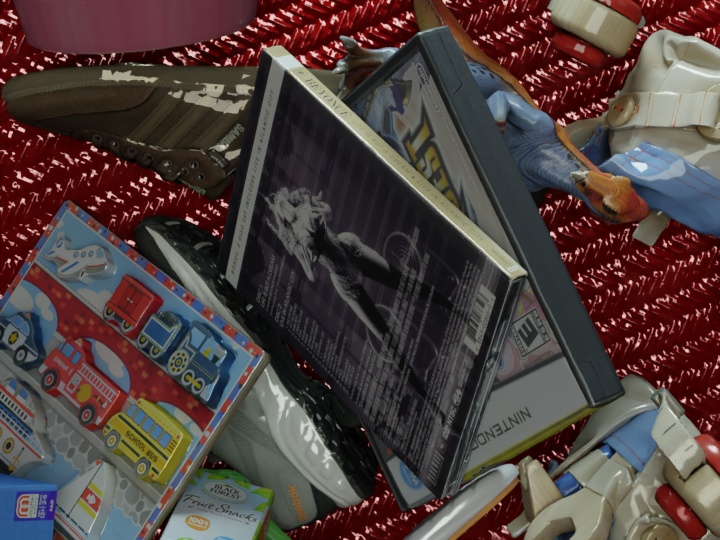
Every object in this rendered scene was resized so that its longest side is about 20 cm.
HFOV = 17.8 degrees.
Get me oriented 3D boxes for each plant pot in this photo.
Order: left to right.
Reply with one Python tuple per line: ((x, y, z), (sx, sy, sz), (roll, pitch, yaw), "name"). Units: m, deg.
((-0.127, -0.217, 1.233), (0.199, 0.200, 0.180), (-5, 106, 1), "plant pot")

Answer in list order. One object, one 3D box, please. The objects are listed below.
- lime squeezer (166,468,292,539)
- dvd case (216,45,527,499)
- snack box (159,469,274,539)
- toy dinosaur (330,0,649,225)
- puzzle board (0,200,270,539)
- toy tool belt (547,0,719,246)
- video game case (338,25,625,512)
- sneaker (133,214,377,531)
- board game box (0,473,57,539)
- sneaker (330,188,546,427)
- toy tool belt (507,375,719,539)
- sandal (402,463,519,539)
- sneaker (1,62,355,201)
((-0.095, 0.136, 1.277), (0.199, 0.071, 0.038), (8, 49, 16), "lime squeezer")
((0.000, 0.000, 1.166), (0.016, 0.149, 0.200), (-20, 49, -36), "dvd case")
((-0.099, 0.228, 1.214), (0.053, 0.142, 0.200), (14, 121, 4), "snack box")
((0.077, -0.083, 1.208), (0.181, 0.105, 0.200), (15, 65, 18), "toy dinosaur")
((-0.150, 0.063, 1.249), (0.200, 0.017, 0.151), (35, 92, 43), "puzzle board")
((0.170, -0.062, 1.252), (0.200, 0.125, 0.123), (28, 94, -16), "toy tool belt")
((0.032, 0.005, 1.160), (0.025, 0.181, 0.200), (-19, 80, -36), "video game case")
((-0.074, 0.058, 1.287), (0.079, 0.074, 0.200), (-33, 86, 17), "sneaker")
((-0.250, 0.177, 1.244), (0.200, 0.045, 0.153), (5, 91, 43), "board game box")
((0.063, 0.013, 1.289), (0.091, 0.076, 0.200), (31, 86, -21), "sneaker")
((0.141, 0.136, 1.213), (0.123, 0.200, 0.125), (-42, 92, 0), "toy tool belt")
((0.014, 0.183, 1.180), (0.207, 0.079, 0.059), (-40, 85, 1), "sandal")
((-0.102, -0.077, 1.285), (0.199, 0.070, 0.076), (0, 92, 1), "sneaker")
